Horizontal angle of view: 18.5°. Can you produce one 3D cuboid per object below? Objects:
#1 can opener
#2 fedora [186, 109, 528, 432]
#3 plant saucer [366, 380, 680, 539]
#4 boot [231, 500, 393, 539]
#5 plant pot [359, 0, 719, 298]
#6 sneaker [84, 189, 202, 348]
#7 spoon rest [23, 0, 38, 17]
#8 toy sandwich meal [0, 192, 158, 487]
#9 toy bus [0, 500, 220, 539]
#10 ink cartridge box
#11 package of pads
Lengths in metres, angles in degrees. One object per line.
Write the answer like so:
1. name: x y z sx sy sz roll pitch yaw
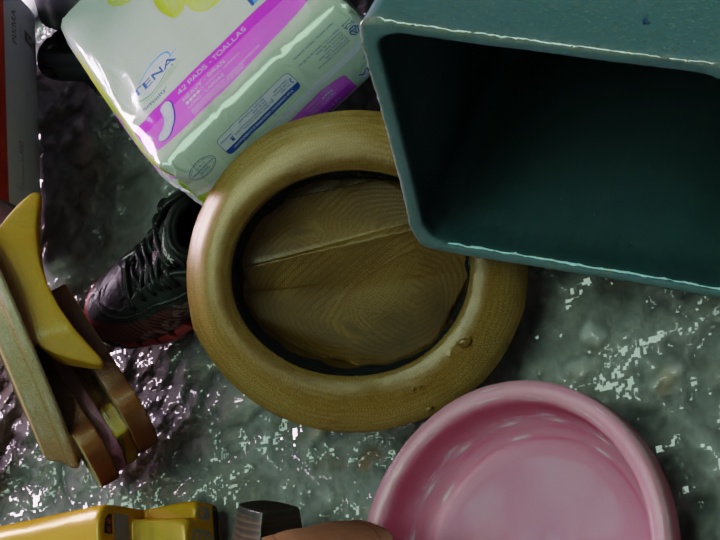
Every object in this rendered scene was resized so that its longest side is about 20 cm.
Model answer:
1. can opener: -0.134 -0.149 1.470 0.200 0.079 0.063 9 57 29
2. fedora: 0.000 0.000 1.300 0.200 0.082 0.201 0 91 7
3. plant saucer: 0.093 0.163 1.227 0.200 0.051 0.201 -10 72 33
4. boot: -0.030 0.214 1.255 0.200 0.070 0.147 -170 78 -67
5. plant pot: 0.136 -0.131 1.173 0.196 0.196 0.200 10 58 18
6. sneaker: -0.112 -0.007 1.395 0.200 0.098 0.071 -23 66 32
7. spoon rest: -0.243 -0.223 1.536 0.200 0.061 0.099 124 135 -53
8. toy sandwich meal: -0.196 0.039 1.399 0.070 0.205 0.205 -23 59 -10
9. toy bus: -0.184 0.191 1.405 0.200 0.078 0.065 -15 69 33
10. ink cartridge box: -0.231 -0.109 1.470 0.200 0.057 0.163 131 138 -63
11. package of pads: -0.089 -0.140 1.354 0.154 0.068 0.200 -44 44 6
